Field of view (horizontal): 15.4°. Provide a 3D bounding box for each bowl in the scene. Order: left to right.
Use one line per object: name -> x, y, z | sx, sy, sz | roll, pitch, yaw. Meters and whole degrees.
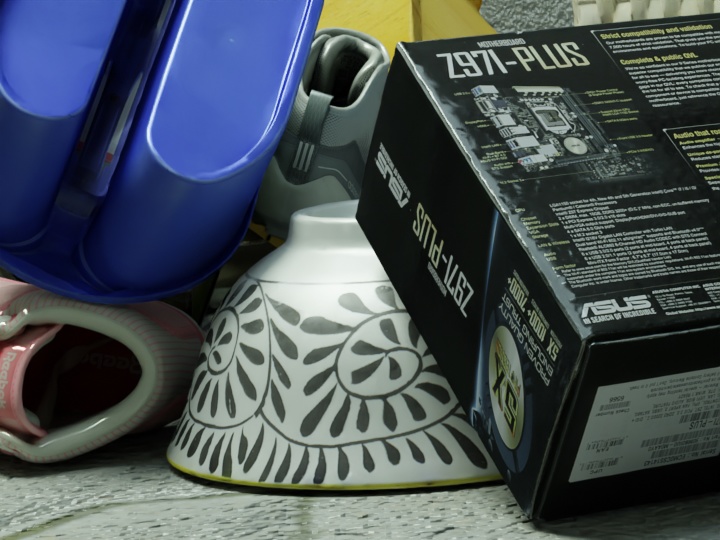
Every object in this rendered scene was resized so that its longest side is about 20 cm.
bowl -> 0.019, 0.021, 1.058 | 0.199, 0.095, 0.201 | -3, 7, 0

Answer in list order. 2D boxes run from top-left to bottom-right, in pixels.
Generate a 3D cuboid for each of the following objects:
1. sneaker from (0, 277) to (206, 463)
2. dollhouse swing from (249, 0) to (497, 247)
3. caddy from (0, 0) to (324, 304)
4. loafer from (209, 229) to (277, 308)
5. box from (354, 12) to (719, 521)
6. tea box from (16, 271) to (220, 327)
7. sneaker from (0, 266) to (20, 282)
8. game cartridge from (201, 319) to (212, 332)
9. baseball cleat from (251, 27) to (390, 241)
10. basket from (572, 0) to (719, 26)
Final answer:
sneaker -> -0.165, 0.038, 1.098 | 0.199, 0.076, 0.105 | 1, 2, 5
dollhouse swing -> 0.024, -0.063, 1.514 | 0.181, 0.176, 0.200 | -24, 31, 14
caddy -> -0.096, -0.081, 1.096 | 0.141, 0.201, 0.105 | 23, -38, -9
loafer -> -0.055, -0.021, 1.526 | 0.199, 0.070, 0.075 | -8, 8, -26
box -> 0.122, -0.010, 0.957 | 0.199, 0.086, 0.164 | -8, 44, -23
tea box -> -0.151, -0.065, 1.253 | 0.199, 0.134, 0.197 | 18, -11, 1
sneaker -> -0.229, 0.030, 1.231 | 0.083, 0.081, 0.199 | -29, 17, -38
game cartridge -> 0.000, 0.000, 1.240 | 0.129, 0.039, 0.200 | -32, -2, 20
baseball cleat -> -0.010, -0.064, 1.299 | 0.069, 0.107, 0.200 | 21, 7, -1
basket -> 0.232, -0.099, 1.463 | 0.197, 0.201, 0.161 | -2, 9, 23
